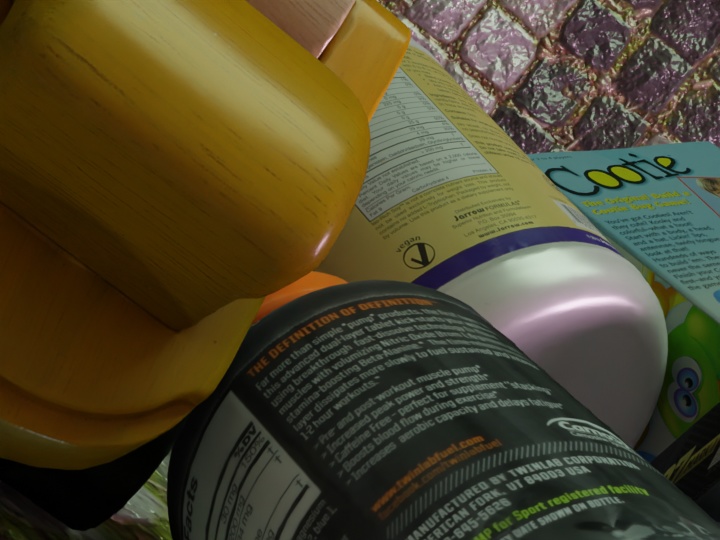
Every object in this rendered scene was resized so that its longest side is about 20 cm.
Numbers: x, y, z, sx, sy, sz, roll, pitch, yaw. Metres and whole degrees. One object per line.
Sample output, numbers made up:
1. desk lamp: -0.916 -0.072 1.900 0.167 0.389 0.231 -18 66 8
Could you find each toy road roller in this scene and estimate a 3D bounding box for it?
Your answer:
1. toy road roller: -0.052 -0.045 0.588 0.123 0.201 0.146 38 -33 -17

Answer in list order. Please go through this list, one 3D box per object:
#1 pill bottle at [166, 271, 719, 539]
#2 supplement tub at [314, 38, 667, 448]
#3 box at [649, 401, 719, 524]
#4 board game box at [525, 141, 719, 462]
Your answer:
1. pill bottle: 0.017 0.069 0.604 0.106 0.106 0.200 36 4 -34
2. supplement tub: 0.000 0.000 0.880 0.200 0.145 0.145 49 9 37
3. box: 0.138 0.105 0.646 0.157 0.051 0.200 35 -31 0
4. board game box: 0.140 0.043 0.908 0.104 0.104 0.200 -5 31 -32
